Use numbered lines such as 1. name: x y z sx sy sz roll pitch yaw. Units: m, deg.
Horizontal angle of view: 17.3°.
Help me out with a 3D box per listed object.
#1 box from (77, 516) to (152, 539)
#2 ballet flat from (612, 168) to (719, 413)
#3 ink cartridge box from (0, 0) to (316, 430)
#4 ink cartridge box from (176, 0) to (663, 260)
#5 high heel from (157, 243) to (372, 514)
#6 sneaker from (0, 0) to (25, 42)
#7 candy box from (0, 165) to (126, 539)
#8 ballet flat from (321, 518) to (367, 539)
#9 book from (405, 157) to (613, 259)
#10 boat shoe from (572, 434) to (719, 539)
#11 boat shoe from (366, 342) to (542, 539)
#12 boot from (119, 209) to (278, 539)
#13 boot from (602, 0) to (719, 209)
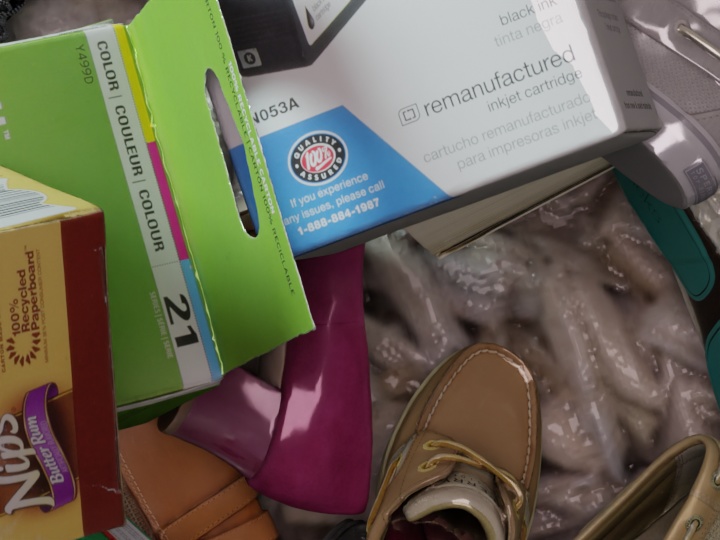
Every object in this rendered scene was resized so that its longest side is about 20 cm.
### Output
1. box: -0.126 0.201 0.980 0.117 0.048 0.200 40 115 20
2. ballet flat: 0.171 0.007 1.008 0.071 0.072 0.201 -23 77 1
3. ink cartridge box: -0.101 -0.021 0.886 0.075 0.200 0.148 -14 84 -24
4. ink cartridge box: 0.007 -0.120 0.878 0.145 0.084 0.201 -20 87 17
5. high heel: 0.000 0.000 0.978 0.096 0.067 0.201 27 97 -19
6. sneaker: -0.163 -0.113 1.038 0.199 0.075 0.114 -15 85 7
7. candy box: -0.158 0.017 0.869 0.056 0.200 0.117 -13 110 -33
8. ballet flat: -0.028 0.199 1.005 0.057 0.066 0.201 25 85 26
9. book: 0.090 -0.111 1.007 0.199 0.048 0.134 -27 65 12
10. boat shoe: 0.086 0.151 0.993 0.200 0.073 0.063 -39 128 -3
11. boat shoe: 0.039 0.109 0.976 0.074 0.066 0.201 22 57 -5
12. boot: -0.069 0.074 1.023 0.200 0.074 0.155 -37 89 4
13. boot: 0.092 -0.117 0.956 0.200 0.074 0.096 41 80 20
